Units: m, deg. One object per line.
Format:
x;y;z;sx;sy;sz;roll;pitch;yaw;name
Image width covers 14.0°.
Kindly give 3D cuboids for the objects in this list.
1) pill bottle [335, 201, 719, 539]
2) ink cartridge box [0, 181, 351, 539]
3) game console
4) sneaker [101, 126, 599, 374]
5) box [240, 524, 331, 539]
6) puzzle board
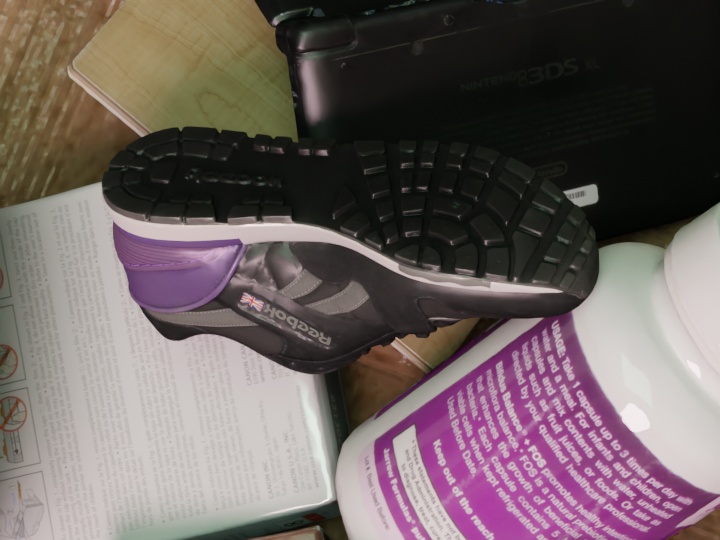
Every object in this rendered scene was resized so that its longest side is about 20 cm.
0.095;0.059;1.166;0.200;0.112;0.112;-38;76;29;pill bottle
-0.110;0.046;1.270;0.200;0.050;0.162;-14;78;17;ink cartridge box
0.046;-0.100;1.255;0.200;0.116;0.176;-14;108;-20;game console
0.000;0.000;1.159;0.200;0.088;0.076;10;42;20;sneaker
-0.044;0.213;1.209;0.100;0.075;0.200;-9;77;3;box
-0.004;-0.071;1.249;0.200;0.017;0.151;40;64;-3;puzzle board
